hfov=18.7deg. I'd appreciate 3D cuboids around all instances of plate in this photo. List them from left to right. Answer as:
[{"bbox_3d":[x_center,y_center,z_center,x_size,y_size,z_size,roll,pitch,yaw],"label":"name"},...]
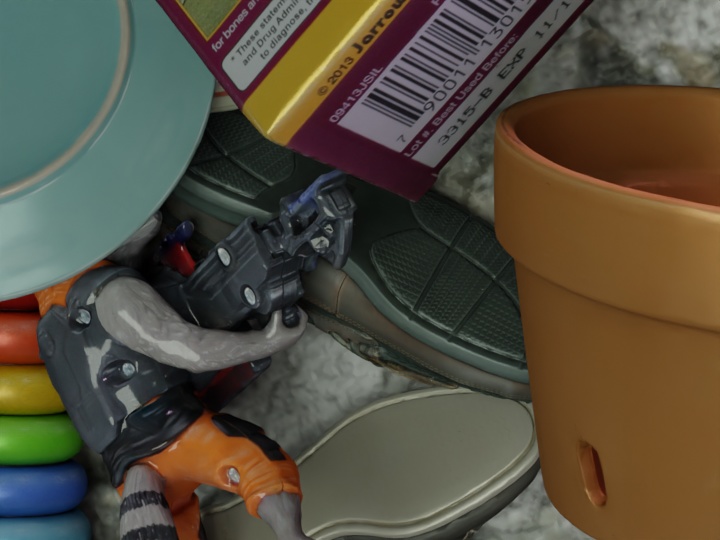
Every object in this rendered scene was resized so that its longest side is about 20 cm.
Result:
[{"bbox_3d":[-0.155,-0.085,0.858,0.198,0.026,0.202,-1,71,2],"label":"plate"}]

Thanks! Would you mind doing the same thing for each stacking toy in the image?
[{"bbox_3d":[-0.153,0.066,0.950,0.085,0.085,0.202,2,91,15],"label":"stacking toy"}]

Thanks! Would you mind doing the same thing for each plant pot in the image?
[{"bbox_3d":[0.140,0.022,0.801,0.198,0.200,0.141,10,108,14],"label":"plant pot"}]

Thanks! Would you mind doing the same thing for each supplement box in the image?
[{"bbox_3d":[-0.016,-0.144,0.803,0.131,0.103,0.200,-47,58,17],"label":"supplement box"}]

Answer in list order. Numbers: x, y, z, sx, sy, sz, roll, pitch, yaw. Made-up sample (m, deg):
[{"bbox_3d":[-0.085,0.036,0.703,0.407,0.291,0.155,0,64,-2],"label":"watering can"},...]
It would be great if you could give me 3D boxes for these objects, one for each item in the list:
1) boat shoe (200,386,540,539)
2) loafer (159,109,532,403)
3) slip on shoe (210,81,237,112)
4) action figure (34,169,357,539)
[{"bbox_3d":[-0.005,0.107,0.928,0.199,0.057,0.067,-26,55,14],"label":"boat shoe"},{"bbox_3d":[0.000,0.000,0.908,0.199,0.072,0.063,31,138,13],"label":"loafer"},{"bbox_3d":[-0.126,-0.122,0.912,0.199,0.074,0.062,30,116,15],"label":"slip on shoe"},{"bbox_3d":[-0.069,0.045,0.856,0.194,0.104,0.200,62,140,22],"label":"action figure"}]
